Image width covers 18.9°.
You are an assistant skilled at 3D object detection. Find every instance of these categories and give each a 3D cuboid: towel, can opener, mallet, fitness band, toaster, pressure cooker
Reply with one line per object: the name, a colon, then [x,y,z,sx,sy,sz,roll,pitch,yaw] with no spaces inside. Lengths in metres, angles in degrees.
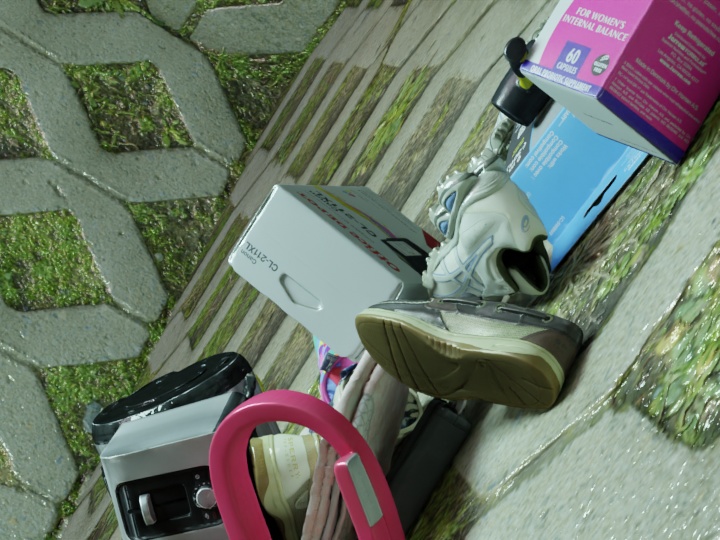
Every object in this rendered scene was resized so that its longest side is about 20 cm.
towel: [-0.002,0.151,1.693,0.191,0.032,0.201,-59,-16,-55]
can opener: [0.051,0.113,1.683,0.201,0.067,0.053,-59,10,2]
mallet: [0.132,-0.163,1.666,0.066,0.041,0.200,-55,-8,-5]
fitness band: [-0.038,0.184,1.590,0.143,0.202,0.037,-6,18,38]
toaster: [-0.127,0.202,1.754,0.118,0.183,0.200,-12,8,4]
pressure cooker: [-0.148,0.200,2.091,0.177,0.201,0.176,-23,9,7]

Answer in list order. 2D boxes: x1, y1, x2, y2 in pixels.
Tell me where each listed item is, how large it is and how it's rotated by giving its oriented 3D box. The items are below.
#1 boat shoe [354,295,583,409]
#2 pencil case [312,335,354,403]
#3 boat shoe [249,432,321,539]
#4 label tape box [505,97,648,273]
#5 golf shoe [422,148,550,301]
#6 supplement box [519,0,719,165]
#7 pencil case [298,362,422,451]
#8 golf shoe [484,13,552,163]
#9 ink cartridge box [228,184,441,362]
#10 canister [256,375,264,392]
boat shoe: [0.081,0.053,1.576,0.199,0.074,0.065,14,48,44]
pencil case: [-0.004,0.088,1.998,0.089,0.088,0.200,-57,7,9]
boat shoe: [-0.041,0.174,1.743,0.201,0.063,0.074,67,-170,-66]
label tape box: [0.177,-0.114,1.742,0.145,0.063,0.201,-54,10,33]
golf shoe: [0.105,-0.001,1.697,0.078,0.097,0.200,-38,-24,-16]
supplement box: [0.223,-0.196,1.563,0.201,0.103,0.101,-58,35,-2]
pencil case: [-0.031,0.169,1.875,0.200,0.089,0.078,-52,51,34]
golf shoe: [0.156,-0.147,1.934,0.201,0.078,0.097,-60,4,-13]
ink cartridge box: [0.000,0.000,1.837,0.083,0.145,0.200,-56,-17,14]
canister: [-0.175,0.207,2.521,0.149,0.086,0.200,-57,11,15]
